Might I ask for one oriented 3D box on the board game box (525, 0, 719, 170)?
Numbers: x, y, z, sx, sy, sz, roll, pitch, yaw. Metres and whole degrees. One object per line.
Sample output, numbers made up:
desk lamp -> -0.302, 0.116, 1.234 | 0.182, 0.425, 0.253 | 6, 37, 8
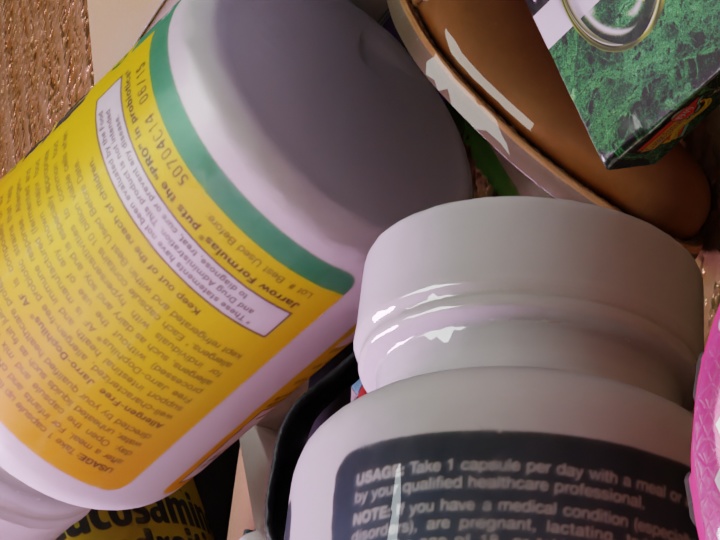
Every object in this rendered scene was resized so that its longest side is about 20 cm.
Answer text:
board game box -> 0.101, -0.119, 0.678 | 0.200, 0.023, 0.105 | -44, 66, 45

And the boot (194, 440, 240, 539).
boot -> -0.112, 0.116, 1.119 | 0.065, 0.165, 0.201 | -14, 59, 39

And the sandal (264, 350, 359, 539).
sandal -> 0.002, 0.058, 0.790 | 0.075, 0.045, 0.200 | -15, 35, 48

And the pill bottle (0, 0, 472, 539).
pill bottle -> -0.068, 0.005, 0.890 | 0.200, 0.112, 0.113 | -41, 34, 32

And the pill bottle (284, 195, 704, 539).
pill bottle -> 0.038, 0.090, 0.691 | 0.120, 0.119, 0.201 | 132, 147, -59

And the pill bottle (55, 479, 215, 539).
pill bottle -> -0.110, 0.101, 1.016 | 0.112, 0.111, 0.201 | -55, 50, 51

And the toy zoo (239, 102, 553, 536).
toy zoo -> 0.010, 0.037, 0.931 | 0.201, 0.020, 0.131 | -62, 28, 22

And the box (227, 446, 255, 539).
box -> -0.012, 0.098, 1.026 | 0.200, 0.021, 0.165 | 148, 133, -66

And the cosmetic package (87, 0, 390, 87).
cosmetic package -> -0.045, -0.146, 0.961 | 0.105, 0.071, 0.201 | -51, 34, 36

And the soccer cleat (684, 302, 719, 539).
soccer cleat -> 0.118, -0.003, 0.584 | 0.086, 0.069, 0.201 | -12, 67, 65

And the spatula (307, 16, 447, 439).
spatula -> 0.000, 0.000, 0.924 | 0.056, 0.020, 0.201 | -4, 72, 61

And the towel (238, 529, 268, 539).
towel -> -0.018, 0.198, 0.848 | 0.166, 0.085, 0.201 | -105, 31, -53

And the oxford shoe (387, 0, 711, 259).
oxford shoe -> 0.051, -0.085, 0.815 | 0.071, 0.071, 0.200 | -46, 55, 23
